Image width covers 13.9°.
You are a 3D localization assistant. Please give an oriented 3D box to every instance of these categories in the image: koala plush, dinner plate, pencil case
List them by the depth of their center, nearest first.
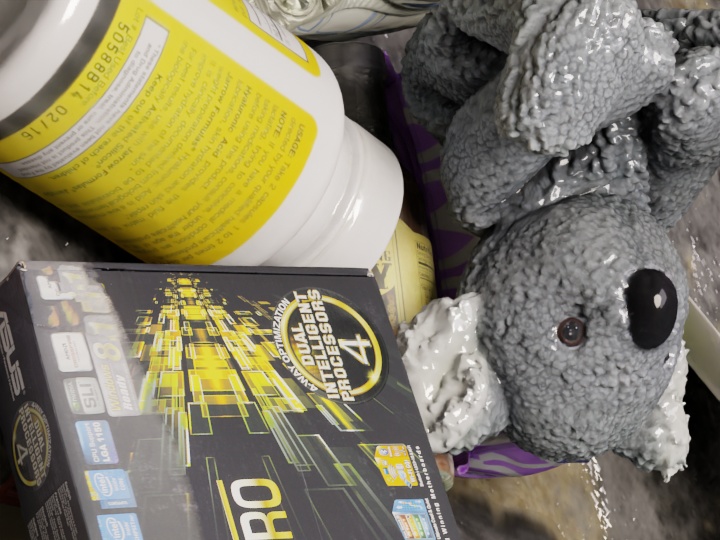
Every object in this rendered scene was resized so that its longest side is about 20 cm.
[{"bbox_3d":[0.092,-0.012,1.237,0.177,0.184,0.201,4,91,-33],"label":"koala plush"},{"bbox_3d":[0.055,0.000,1.335,0.085,0.084,0.201,-2,73,-26],"label":"pencil case"},{"bbox_3d":[0.190,0.063,1.442,0.200,0.024,0.200,49,5,-5],"label":"dinner plate"}]

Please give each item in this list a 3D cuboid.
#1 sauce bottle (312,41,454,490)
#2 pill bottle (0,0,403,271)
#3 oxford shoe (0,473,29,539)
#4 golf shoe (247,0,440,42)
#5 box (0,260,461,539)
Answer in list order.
[{"bbox_3d":[0.000,0.000,1.279,0.065,0.065,0.201,13,63,-47],"label":"sauce bottle"},{"bbox_3d":[-0.077,-0.063,1.172,0.200,0.111,0.112,34,50,-37],"label":"pill bottle"},{"bbox_3d":[-0.079,0.083,1.155,0.200,0.070,0.075,-44,127,-45],"label":"oxford shoe"},{"bbox_3d":[-0.035,-0.122,1.282,0.199,0.097,0.079,-3,69,-22],"label":"golf shoe"},{"bbox_3d":[-0.042,0.093,1.072,0.161,0.049,0.200,1,59,-33],"label":"box"}]
